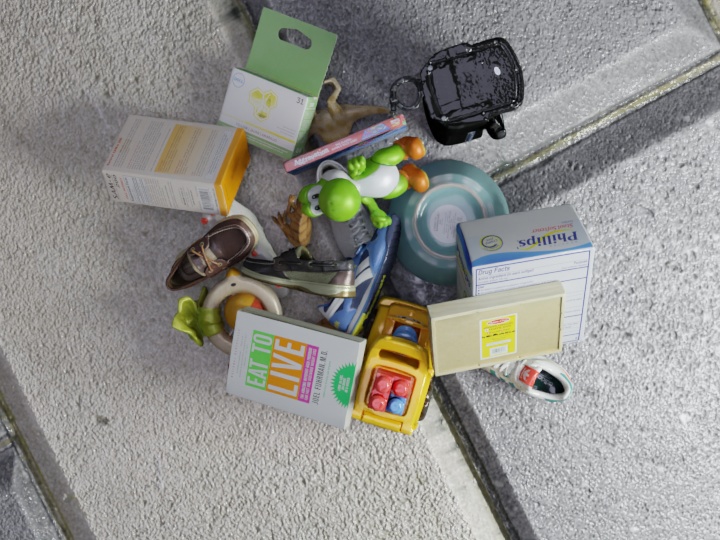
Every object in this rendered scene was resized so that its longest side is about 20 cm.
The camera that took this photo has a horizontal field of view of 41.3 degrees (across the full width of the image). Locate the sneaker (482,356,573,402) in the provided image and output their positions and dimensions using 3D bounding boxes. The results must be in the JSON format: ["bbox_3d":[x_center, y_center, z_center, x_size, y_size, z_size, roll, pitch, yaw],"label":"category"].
[{"bbox_3d":[0.246,0.146,1.495,0.198,0.093,0.071,28,93,2],"label":"sneaker"}]

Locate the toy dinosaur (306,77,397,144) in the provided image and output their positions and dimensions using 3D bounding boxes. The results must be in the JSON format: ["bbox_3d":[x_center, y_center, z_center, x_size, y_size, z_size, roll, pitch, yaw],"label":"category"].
[{"bbox_3d":[-0.040,-0.255,1.527,0.197,0.058,0.102,-17,100,17],"label":"toy dinosaur"}]

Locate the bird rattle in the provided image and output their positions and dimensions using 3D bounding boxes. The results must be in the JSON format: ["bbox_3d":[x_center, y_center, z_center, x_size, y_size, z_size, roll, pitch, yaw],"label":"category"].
[{"bbox_3d":[-0.193,0.091,1.504,0.199,0.113,0.164,37,103,4],"label":"bird rattle"}]

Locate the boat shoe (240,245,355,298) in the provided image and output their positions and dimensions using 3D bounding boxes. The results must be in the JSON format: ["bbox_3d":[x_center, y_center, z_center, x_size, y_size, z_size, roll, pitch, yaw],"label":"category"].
[{"bbox_3d":[-0.091,-0.004,1.441,0.198,0.071,0.067,12,92,30],"label":"boat shoe"}]

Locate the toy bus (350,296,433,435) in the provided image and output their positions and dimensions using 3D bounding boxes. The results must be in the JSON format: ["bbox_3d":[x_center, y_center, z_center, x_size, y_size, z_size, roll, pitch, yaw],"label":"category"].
[{"bbox_3d":[0.053,0.149,1.460,0.134,0.192,0.203,16,91,5],"label":"toy bus"}]

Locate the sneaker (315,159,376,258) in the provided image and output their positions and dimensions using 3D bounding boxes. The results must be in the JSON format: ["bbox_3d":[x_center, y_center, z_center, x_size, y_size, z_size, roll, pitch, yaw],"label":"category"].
[{"bbox_3d":[-0.017,-0.079,1.496,0.073,0.116,0.202,-29,91,0],"label":"sneaker"}]

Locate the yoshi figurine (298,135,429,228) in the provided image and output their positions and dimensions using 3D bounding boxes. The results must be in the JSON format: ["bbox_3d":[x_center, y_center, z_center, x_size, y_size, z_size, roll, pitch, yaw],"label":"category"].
[{"bbox_3d":[0.010,-0.121,1.389,0.198,0.112,0.114,-23,77,-17],"label":"yoshi figurine"}]

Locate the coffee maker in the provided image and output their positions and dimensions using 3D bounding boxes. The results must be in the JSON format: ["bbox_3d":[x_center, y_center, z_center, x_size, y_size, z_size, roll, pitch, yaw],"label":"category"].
[{"bbox_3d":[0.140,-0.267,1.439,0.189,0.200,0.137,8,89,1],"label":"coffee maker"}]

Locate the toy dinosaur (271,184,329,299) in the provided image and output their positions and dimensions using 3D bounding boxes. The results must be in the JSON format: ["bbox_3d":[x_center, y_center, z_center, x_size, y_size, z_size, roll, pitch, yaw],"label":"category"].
[{"bbox_3d":[-0.097,-0.054,1.513,0.060,0.107,0.202,-15,133,-13],"label":"toy dinosaur"}]

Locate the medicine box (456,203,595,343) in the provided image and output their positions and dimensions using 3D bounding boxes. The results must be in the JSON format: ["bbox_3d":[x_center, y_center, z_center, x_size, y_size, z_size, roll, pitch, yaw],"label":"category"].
[{"bbox_3d":[0.240,0.020,1.427,0.179,0.104,0.202,-9,133,-4],"label":"medicine box"}]

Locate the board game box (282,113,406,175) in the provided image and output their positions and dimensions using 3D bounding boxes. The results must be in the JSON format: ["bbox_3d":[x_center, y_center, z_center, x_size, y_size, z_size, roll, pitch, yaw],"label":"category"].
[{"bbox_3d":[-0.022,-0.196,1.500,0.197,0.103,0.020,-22,93,3],"label":"board game box"}]

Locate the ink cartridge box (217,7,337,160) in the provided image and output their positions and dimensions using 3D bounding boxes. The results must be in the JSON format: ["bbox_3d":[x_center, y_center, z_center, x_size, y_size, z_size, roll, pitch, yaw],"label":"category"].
[{"bbox_3d":[-0.132,-0.293,1.497,0.144,0.048,0.203,24,109,18],"label":"ink cartridge box"}]

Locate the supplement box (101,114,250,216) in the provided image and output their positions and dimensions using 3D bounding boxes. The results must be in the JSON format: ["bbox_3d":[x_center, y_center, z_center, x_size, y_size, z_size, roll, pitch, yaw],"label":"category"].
[{"bbox_3d":[-0.286,-0.165,1.494,0.197,0.074,0.127,9,54,10],"label":"supplement box"}]

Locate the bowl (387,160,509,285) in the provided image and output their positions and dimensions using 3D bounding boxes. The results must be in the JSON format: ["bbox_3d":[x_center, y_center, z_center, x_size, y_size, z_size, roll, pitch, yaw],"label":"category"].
[{"bbox_3d":[0.139,-0.076,1.492,0.197,0.105,0.204,0,90,3],"label":"bowl"}]

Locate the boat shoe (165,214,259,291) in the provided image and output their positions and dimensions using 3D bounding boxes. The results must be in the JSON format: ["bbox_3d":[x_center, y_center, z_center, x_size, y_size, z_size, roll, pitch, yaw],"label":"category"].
[{"bbox_3d":[-0.236,-0.019,1.485,0.199,0.072,0.073,-25,109,38],"label":"boat shoe"}]

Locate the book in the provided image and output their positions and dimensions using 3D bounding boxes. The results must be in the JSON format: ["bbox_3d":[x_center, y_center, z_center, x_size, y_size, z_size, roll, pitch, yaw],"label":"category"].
[{"bbox_3d":[-0.098,0.145,1.432,0.197,0.048,0.136,13,98,16],"label":"book"}]

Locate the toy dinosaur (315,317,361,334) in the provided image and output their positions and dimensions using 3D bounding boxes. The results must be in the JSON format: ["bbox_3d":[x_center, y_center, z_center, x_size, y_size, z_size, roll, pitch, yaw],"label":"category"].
[{"bbox_3d":[-0.062,0.104,1.542,0.198,0.060,0.107,-28,68,10],"label":"toy dinosaur"}]

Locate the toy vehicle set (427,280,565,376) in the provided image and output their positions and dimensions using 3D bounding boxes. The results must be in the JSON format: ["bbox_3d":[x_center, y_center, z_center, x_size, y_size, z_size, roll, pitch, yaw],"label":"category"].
[{"bbox_3d":[0.198,0.086,1.388,0.197,0.027,0.125,-10,133,-4],"label":"toy vehicle set"}]

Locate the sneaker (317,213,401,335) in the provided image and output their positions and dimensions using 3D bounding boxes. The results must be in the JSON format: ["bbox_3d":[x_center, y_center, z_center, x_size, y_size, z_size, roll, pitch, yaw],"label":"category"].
[{"bbox_3d":[0.000,0.000,1.460,0.081,0.074,0.202,27,96,15],"label":"sneaker"}]

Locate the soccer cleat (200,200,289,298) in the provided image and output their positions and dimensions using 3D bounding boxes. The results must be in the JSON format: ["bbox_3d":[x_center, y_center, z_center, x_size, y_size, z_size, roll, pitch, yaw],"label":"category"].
[{"bbox_3d":[-0.174,-0.045,1.534,0.069,0.078,0.201,-29,105,39],"label":"soccer cleat"}]
